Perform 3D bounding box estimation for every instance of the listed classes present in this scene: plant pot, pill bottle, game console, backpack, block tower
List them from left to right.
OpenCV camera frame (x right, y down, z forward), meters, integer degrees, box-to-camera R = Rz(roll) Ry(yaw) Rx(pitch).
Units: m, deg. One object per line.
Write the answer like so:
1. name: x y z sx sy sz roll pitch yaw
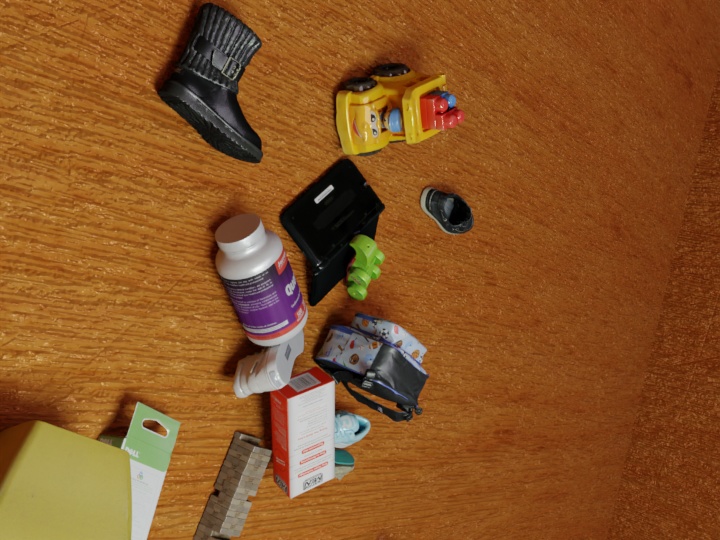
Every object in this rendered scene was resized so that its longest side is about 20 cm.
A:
1. plant pot: -0.396 0.300 1.070 0.198 0.198 0.179 29 58 -32
2. block tower: -0.216 0.382 1.451 0.054 0.057 0.204 32 74 -51
3. pill bottle: -0.162 0.014 1.363 0.113 0.111 0.203 -45 133 -33
4. game console: -0.056 -0.069 1.549 0.177 0.116 0.200 52 55 -11
5. backpack: 0.018 0.164 1.575 0.200 0.188 0.156 47 60 -47

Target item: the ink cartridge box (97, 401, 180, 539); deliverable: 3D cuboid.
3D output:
1. ink cartridge box: -0.343 0.303 1.249 0.104 0.058 0.204 41 55 -49

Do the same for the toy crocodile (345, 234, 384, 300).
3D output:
1. toy crocodile: 0.000 0.000 1.563 0.068 0.061 0.201 -56 172 -20

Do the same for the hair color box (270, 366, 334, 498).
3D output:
1. hair color box: -0.098 0.278 1.464 0.100 0.061 0.204 -16 119 -34

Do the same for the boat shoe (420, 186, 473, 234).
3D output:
1. boat shoe: 0.203 -0.123 1.821 0.199 0.065 0.076 34 74 -51

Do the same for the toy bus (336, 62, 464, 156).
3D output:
1. toy bus: 0.080 -0.279 1.519 0.199 0.190 0.138 -32 126 -40

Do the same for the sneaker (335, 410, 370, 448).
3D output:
1. sneaker: -0.050 0.289 1.597 0.199 0.081 0.075 13 50 -60

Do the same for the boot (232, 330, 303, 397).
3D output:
1. boot: -0.158 0.141 1.440 0.201 0.094 0.075 -70 138 -66

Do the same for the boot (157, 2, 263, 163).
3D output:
1. boot: -0.190 -0.272 1.268 0.211 0.078 0.160 42 68 -48

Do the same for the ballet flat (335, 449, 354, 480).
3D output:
1. ballet flat: -0.081 0.368 1.616 0.063 0.068 0.199 -49 140 11
